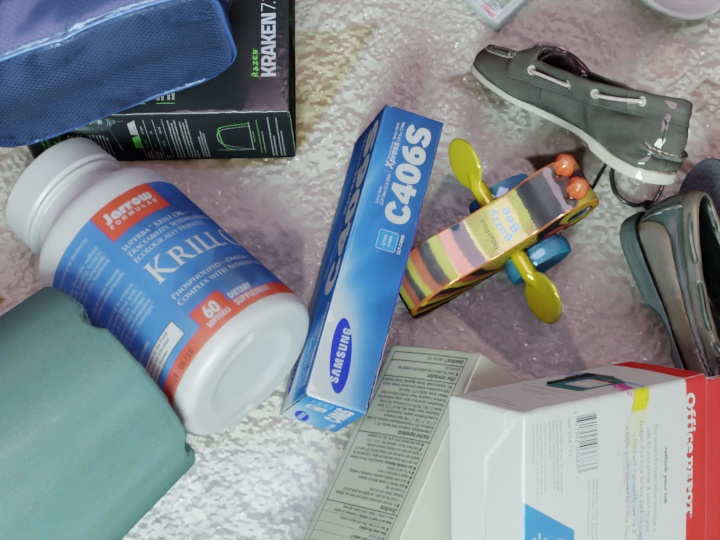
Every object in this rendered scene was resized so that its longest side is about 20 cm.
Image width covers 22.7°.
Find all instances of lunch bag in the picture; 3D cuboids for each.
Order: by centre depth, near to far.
[{"bbox_3d":[-0.173,-0.180,1.118,0.200,0.136,0.132,-20,74,-4],"label":"lunch bag"}]

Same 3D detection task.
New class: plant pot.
[{"bbox_3d":[-0.222,0.125,1.109,0.196,0.200,0.200,-41,78,-19],"label":"plant pot"}]

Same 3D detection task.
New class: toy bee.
[{"bbox_3d":[0.109,-0.044,1.187,0.131,0.109,0.200,39,79,9],"label":"toy bee"}]

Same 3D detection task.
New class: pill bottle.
[{"bbox_3d":[-0.138,0.004,1.167,0.200,0.112,0.112,40,78,22],"label":"pill bottle"}]

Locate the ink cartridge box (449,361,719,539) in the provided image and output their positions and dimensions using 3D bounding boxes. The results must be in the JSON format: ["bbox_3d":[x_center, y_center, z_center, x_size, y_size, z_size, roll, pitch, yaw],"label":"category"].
[{"bbox_3d":[0.149,0.123,1.100,0.200,0.067,0.116,-7,100,-39],"label":"ink cartridge box"}]

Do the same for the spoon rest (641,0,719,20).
[{"bbox_3d":[0.225,-0.272,1.271,0.099,0.061,0.200,10,71,-21],"label":"spoon rest"}]

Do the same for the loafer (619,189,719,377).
[{"bbox_3d":[0.237,0.043,1.167,0.063,0.072,0.200,-33,79,35],"label":"loafer"}]

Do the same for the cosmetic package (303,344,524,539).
[{"bbox_3d":[0.036,0.155,1.122,0.087,0.103,0.200,34,75,-30],"label":"cosmetic package"}]

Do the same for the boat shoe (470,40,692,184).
[{"bbox_3d":[0.149,-0.120,1.190,0.200,0.067,0.057,40,118,46],"label":"boat shoe"}]

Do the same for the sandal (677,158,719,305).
[{"bbox_3d":[0.282,0.012,1.202,0.076,0.043,0.200,-43,75,27],"label":"sandal"}]

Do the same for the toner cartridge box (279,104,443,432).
[{"bbox_3d":[0.000,0.000,1.180,0.043,0.095,0.200,17,74,-8],"label":"toner cartridge box"}]

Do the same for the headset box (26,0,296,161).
[{"bbox_3d":[-0.145,-0.170,1.234,0.200,0.093,0.174,0,73,1],"label":"headset box"}]

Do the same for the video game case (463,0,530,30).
[{"bbox_3d":[0.077,-0.288,1.305,0.143,0.018,0.200,-44,78,-10],"label":"video game case"}]
